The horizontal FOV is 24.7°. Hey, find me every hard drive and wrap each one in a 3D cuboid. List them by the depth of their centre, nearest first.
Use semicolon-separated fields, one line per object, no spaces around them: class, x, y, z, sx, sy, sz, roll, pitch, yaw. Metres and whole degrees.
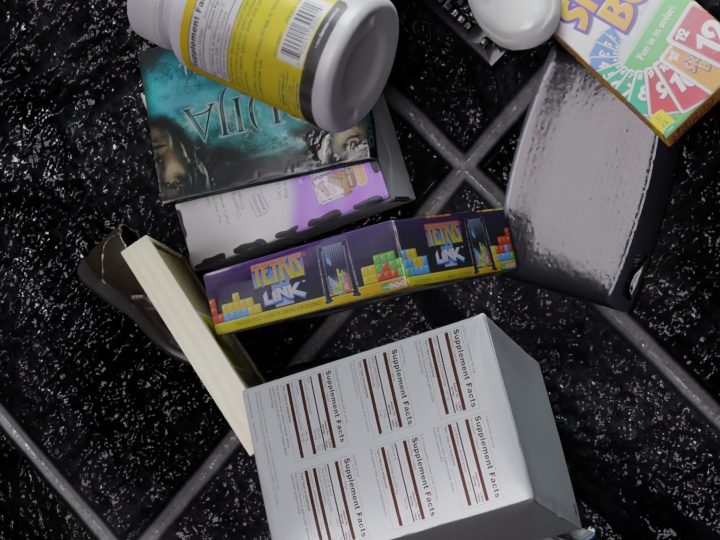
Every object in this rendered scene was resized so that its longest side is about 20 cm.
hard drive;0.185;-0.077;1.351;0.134;0.042;0.201;17;98;22

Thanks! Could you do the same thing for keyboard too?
keyboard;0.051;-0.247;1.411;0.200;0.021;0.127;46;104;16

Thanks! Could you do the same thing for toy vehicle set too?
toy vehicle set;-0.121;0.067;1.376;0.026;0.124;0.201;-35;78;3

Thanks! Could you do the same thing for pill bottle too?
pill bottle;-0.080;-0.197;1.314;0.199;0.114;0.115;26;101;21

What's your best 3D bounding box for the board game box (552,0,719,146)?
board game box;0.212;-0.199;1.317;0.095;0.030;0.200;-43;63;1

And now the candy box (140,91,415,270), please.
candy box;-0.074;-0.109;1.444;0.199;0.071;0.169;-19;85;22

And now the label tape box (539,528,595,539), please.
label tape box;0.085;0.268;1.394;0.199;0.066;0.144;13;97;20

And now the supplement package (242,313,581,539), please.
supplement package;0.044;0.148;1.285;0.199;0.191;0.148;-18;70;13

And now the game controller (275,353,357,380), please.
game controller;0.018;0.123;1.438;0.199;0.042;0.105;-10;102;23

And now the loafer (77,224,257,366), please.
loafer;-0.171;0.024;1.488;0.199;0.073;0.072;33;105;19

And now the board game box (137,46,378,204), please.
board game box;-0.088;-0.140;1.395;0.199;0.028;0.136;-11;86;22

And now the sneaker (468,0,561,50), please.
sneaker;0.100;-0.269;1.322;0.075;0.088;0.201;-25;61;16

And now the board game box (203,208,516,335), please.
board game box;0.000;0.000;1.345;0.199;0.165;0.057;-15;85;35
